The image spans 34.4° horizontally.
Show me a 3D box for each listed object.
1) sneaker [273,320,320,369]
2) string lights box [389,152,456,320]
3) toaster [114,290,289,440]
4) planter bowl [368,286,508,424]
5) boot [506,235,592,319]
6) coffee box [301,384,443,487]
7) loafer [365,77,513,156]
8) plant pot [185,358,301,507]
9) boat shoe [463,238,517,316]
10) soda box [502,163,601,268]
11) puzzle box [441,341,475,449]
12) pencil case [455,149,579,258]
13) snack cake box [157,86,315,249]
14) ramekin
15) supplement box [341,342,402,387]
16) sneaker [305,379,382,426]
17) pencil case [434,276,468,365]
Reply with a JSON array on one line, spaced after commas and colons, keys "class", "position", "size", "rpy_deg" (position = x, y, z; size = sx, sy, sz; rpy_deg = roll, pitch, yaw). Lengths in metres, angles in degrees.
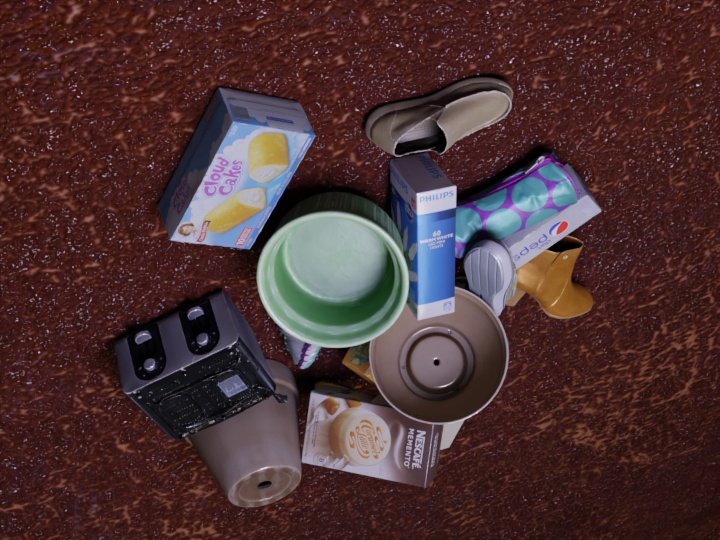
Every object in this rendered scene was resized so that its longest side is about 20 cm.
[{"class": "sneaker", "position": [-0.091, 0.083, 1.724], "size": [0.087, 0.075, 0.200], "rpy_deg": [26, 154, -3]}, {"class": "string lights box", "position": [0.085, -0.046, 1.578], "size": [0.059, 0.103, 0.200], "rpy_deg": [-13, 124, -15]}, {"class": "toaster", "position": [-0.229, 0.141, 1.668], "size": [0.181, 0.119, 0.200], "rpy_deg": [-25, 144, 3]}, {"class": "planter bowl", "position": [0.114, 0.130, 1.723], "size": [0.200, 0.201, 0.135], "rpy_deg": [-23, 170, -2]}, {"class": "boot", "position": [0.320, 0.005, 1.848], "size": [0.201, 0.071, 0.144], "rpy_deg": [6, 138, -28]}, {"class": "coffee box", "position": [0.021, 0.252, 1.789], "size": [0.200, 0.115, 0.080], "rpy_deg": [8, -176, 15]}, {"class": "loafer", "position": [0.108, -0.187, 1.487], "size": [0.200, 0.068, 0.076], "rpy_deg": [-18, 144, -8]}, {"class": "plant pot", "position": [-0.173, 0.265, 1.813], "size": [0.200, 0.174, 0.200], "rpy_deg": [-15, 144, -11]}, {"class": "boat shoe", "position": [0.191, 0.001, 1.660], "size": [0.062, 0.072, 0.200], "rpy_deg": [-48, 162, -19]}, {"class": "soda box", "position": [0.249, -0.067, 1.720], "size": [0.200, 0.068, 0.063], "rpy_deg": [-36, 144, 16]}, {"class": "puzzle box", "position": [0.158, 0.199, 1.863], "size": [0.200, 0.025, 0.133], "rpy_deg": [-62, 157, 8]}, {"class": "pencil case", "position": [0.202, -0.093, 1.644], "size": [0.200, 0.085, 0.092], "rpy_deg": [-27, 124, 7]}, {"class": "snack cake box", "position": [-0.154, -0.121, 1.423], "size": [0.115, 0.067, 0.200], "rpy_deg": [4, 135, -34]}, {"class": "ramekin", "position": [-0.033, -0.007, 1.548], "size": [0.200, 0.098, 0.200], "rpy_deg": [2, 117, 3]}, {"class": "supplement box", "position": [0.062, 0.171, 1.854], "size": [0.200, 0.066, 0.069], "rpy_deg": [35, 81, -42]}, {"class": "sneaker", "position": [0.005, 0.243, 1.870], "size": [0.200, 0.090, 0.070], "rpy_deg": [14, 165, 23]}, {"class": "pencil case", "position": [0.157, 0.095, 1.865], "size": [0.089, 0.078, 0.200], "rpy_deg": [-18, 145, -18]}]
